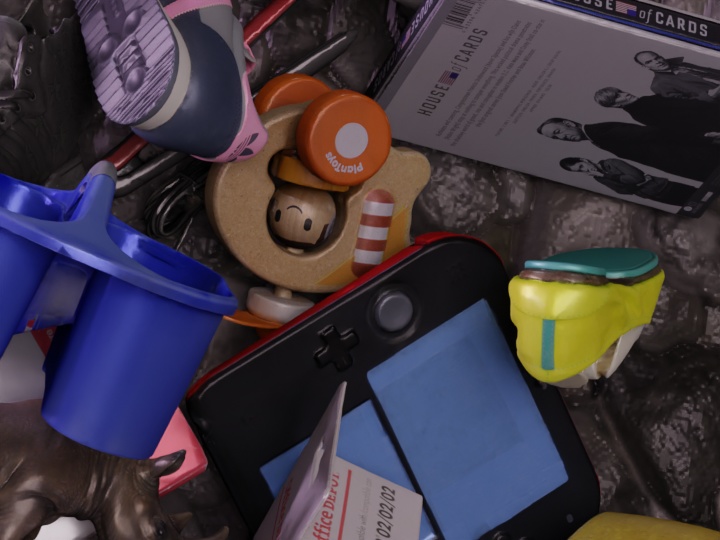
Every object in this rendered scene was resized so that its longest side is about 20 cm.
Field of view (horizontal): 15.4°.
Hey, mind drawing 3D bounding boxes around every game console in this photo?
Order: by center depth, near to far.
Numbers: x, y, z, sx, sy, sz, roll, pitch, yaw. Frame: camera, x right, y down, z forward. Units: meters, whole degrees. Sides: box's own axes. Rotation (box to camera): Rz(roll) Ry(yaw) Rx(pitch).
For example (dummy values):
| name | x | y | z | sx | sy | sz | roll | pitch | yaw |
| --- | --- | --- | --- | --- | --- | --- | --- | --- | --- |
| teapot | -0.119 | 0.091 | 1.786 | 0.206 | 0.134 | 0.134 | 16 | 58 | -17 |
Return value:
| name | x | y | z | sx | sy | sz | roll | pitch | yaw |
| --- | --- | --- | --- | --- | --- | --- | --- | --- | --- |
| game console | 0.023 | 0.096 | 1.358 | 0.177 | 0.031 | 0.200 | -33 | 116 | -17 |

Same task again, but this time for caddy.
| name | x | y | z | sx | sy | sz | roll | pitch | yaw |
| --- | --- | --- | --- | --- | --- | --- | --- | --- | --- |
| caddy | -0.127 | 0.002 | 1.133 | 0.141 | 0.200 | 0.105 | 23 | 93 | -9 |

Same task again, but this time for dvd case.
| name | x | y | z | sx | sy | sz | roll | pitch | yaw |
| --- | --- | --- | --- | --- | --- | --- | --- | --- | --- |
| dvd case | 0.116 | -0.093 | 1.380 | 0.200 | 0.150 | 0.025 | 15 | 59 | -14 |

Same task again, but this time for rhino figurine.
| name | x | y | z | sx | sy | sz | roll | pitch | yaw |
| --- | --- | --- | --- | --- | --- | --- | --- | --- | --- |
| rhino figurine | -0.152 | 0.097 | 1.177 | 0.200 | 0.060 | 0.088 | 13 | 71 | -17 |

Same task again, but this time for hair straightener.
| name | x | y | z | sx | sy | sz | roll | pitch | yaw |
| --- | --- | --- | --- | --- | --- | --- | --- | --- | --- |
| hair straightener | -0.074 | -0.063 | 1.378 | 0.200 | 0.041 | 0.077 | -43 | 96 | -17 |

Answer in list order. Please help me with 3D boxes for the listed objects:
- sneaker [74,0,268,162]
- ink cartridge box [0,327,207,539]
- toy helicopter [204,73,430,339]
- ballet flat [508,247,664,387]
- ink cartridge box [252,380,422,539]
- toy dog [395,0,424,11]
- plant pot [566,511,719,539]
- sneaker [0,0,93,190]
| name | x | y | z | sx | sy | sz | roll | pitch | yaw |
| --- | --- | --- | --- | --- | --- | --- | --- | --- | --- |
| sneaker | -0.094 | -0.130 | 1.342 | 0.082 | 0.070 | 0.200 | 29 | 36 | -36 |
| ink cartridge box | -0.203 | 0.086 | 1.271 | 0.200 | 0.145 | 0.145 | -30 | 92 | -17 |
| toy helicopter | 0.000 | 0.000 | 1.370 | 0.200 | 0.079 | 0.132 | 39 | 84 | -28 |
| ballet flat | 0.112 | 0.025 | 1.356 | 0.067 | 0.200 | 0.067 | 2 | 93 | 15 |
| ink cartridge box | -0.027 | 0.167 | 1.278 | 0.068 | 0.115 | 0.200 | 25 | 115 | -8 |
| toy dog | 0.038 | -0.179 | 1.383 | 0.200 | 0.132 | 0.096 | 23 | 62 | -42 |
| plant pot | 0.148 | 0.206 | 1.350 | 0.142 | 0.200 | 0.200 | 38 | 74 | 18 |
| sneaker | -0.181 | -0.074 | 1.291 | 0.060 | 0.200 | 0.104 | -2 | 100 | 23 |
